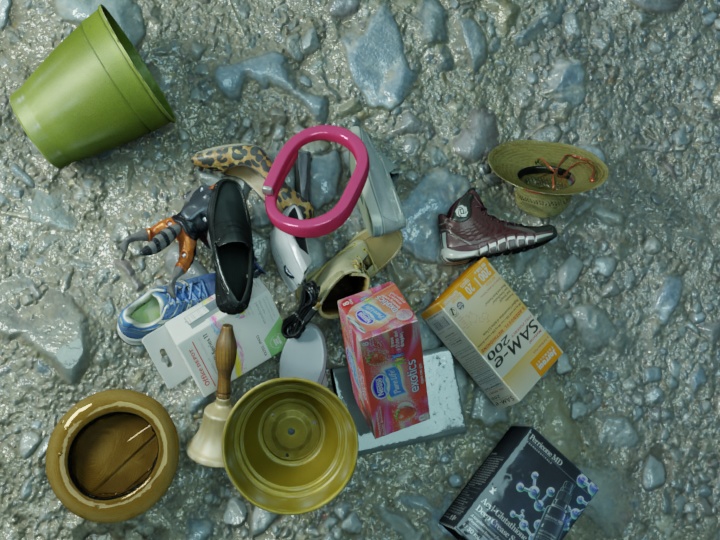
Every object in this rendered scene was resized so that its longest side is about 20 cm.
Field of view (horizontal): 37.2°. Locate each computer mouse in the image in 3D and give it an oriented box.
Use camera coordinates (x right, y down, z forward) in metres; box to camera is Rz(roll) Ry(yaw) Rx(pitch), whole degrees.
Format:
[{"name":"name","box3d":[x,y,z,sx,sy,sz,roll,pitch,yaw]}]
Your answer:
[{"name":"computer mouse","box3d":[-0.106,-0.008,1.603,0.043,0.110,0.202,2,55,-27]}]

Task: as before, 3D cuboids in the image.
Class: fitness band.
[{"name":"fitness band","box3d":[-0.066,-0.138,1.623,0.141,0.038,0.202,15,58,15]}]

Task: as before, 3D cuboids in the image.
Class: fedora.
[{"name":"fedora","box3d":[-0.363,0.272,1.588,0.197,0.082,0.204,0,86,-5]}]

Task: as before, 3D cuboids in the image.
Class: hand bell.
[{"name":"hand bell","box3d":[-0.200,0.175,1.577,0.102,0.104,0.203,4,109,-9]}]

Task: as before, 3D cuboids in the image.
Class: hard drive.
[{"name":"hard drive","box3d":[0.060,0.207,1.693,0.197,0.033,0.142,-10,85,-10]}]

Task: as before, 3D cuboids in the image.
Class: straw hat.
[{"name":"straw hat","box3d":[0.300,-0.134,1.744,0.197,0.202,0.086,-2,124,-10]}]

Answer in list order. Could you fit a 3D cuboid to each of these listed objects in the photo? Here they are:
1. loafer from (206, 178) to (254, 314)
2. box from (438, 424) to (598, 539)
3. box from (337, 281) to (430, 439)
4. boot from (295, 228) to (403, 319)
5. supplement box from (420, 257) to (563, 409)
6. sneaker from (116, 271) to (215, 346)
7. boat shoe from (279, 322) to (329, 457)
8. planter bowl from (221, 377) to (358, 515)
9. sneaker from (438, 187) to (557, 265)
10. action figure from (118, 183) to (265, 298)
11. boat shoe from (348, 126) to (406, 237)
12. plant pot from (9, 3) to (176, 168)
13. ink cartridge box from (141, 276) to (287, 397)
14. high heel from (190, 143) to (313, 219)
[{"name":"loafer","box3d":[-0.183,-0.039,1.548,0.067,0.070,0.204,1,75,-22]},{"name":"box","box3d":[0.245,0.366,1.668,0.148,0.107,0.201,40,78,-2]},{"name":"box","box3d":[0.035,0.133,1.577,0.093,0.103,0.202,-18,129,-11]},{"name":"boot","box3d":[0.000,0.000,1.641,0.198,0.155,0.073,-33,103,-10]},{"name":"supplement box","box3d":[0.209,0.100,1.696,0.126,0.073,0.201,-41,91,-28]},{"name":"sneaker","box3d":[-0.276,0.054,1.627,0.198,0.077,0.076,-27,76,-14]},{"name":"boat shoe","box3d":[-0.078,0.179,1.650,0.073,0.086,0.206,3,96,14]},{"name":"planter bowl","box3d":[-0.102,0.246,1.567,0.197,0.083,0.204,0,98,-3]},{"name":"sneaker","box3d":[0.218,-0.083,1.736,0.197,0.076,0.118,-11,82,-10]},{"name":"action figure","box3d":[-0.236,-0.053,1.601,0.199,0.105,0.194,35,69,24]},{"name":"boat shoe","box3d":[0.027,-0.143,1.690,0.070,0.070,0.203,-8,61,-11]},{"name":"plant pot","box3d":[-0.410,-0.258,1.602,0.191,0.200,0.202,-32,89,0]},{"name":"ink cartridge box","box3d":[-0.215,0.107,1.613,0.198,0.067,0.118,-31,127,-11]},{"name":"high heel","box3d":[-0.168,-0.121,1.674,0.196,0.071,0.145,2,80,-16]}]
